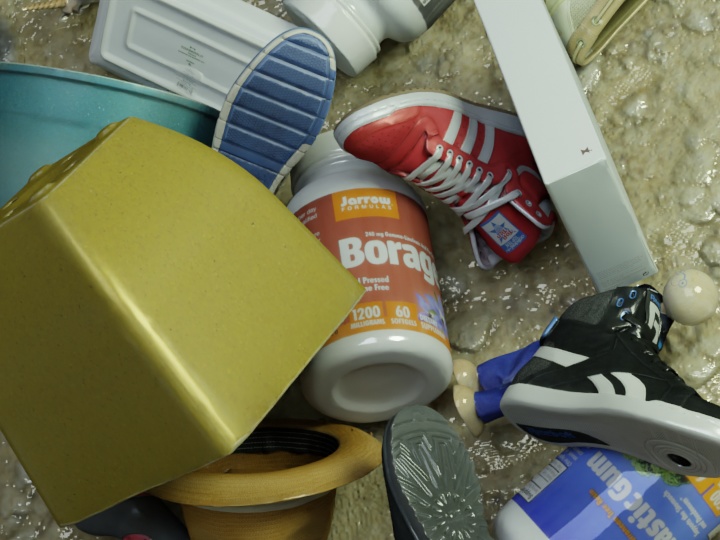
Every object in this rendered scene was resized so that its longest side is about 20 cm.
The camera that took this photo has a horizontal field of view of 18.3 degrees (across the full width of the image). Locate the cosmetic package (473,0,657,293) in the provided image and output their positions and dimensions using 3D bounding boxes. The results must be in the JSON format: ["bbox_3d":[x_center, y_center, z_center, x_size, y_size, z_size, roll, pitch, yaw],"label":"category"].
[{"bbox_3d":[0.145,-0.104,1.606,0.051,0.151,0.201,-22,52,6],"label":"cosmetic package"}]

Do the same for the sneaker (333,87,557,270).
[{"bbox_3d":[0.070,-0.063,1.616,0.071,0.199,0.113,-35,64,37],"label":"sneaker"}]

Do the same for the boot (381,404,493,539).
[{"bbox_3d":[0.012,0.209,1.522,0.200,0.065,0.166,-47,53,46],"label":"boot"}]

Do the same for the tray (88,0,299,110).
[{"bbox_3d":[-0.130,-0.172,1.761,0.199,0.022,0.108,26,121,19],"label":"tray"}]

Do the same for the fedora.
[{"bbox_3d":[-0.072,0.162,1.583,0.199,0.201,0.083,-1,100,16],"label":"fedora"}]

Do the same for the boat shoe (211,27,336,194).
[{"bbox_3d":[-0.079,-0.095,1.652,0.072,0.072,0.201,26,108,-9],"label":"boat shoe"}]

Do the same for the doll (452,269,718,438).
[{"bbox_3d":[0.163,0.057,1.582,0.199,0.049,0.137,-25,23,14],"label":"doll"}]

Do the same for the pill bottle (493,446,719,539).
[{"bbox_3d":[0.162,0.178,1.523,0.200,0.112,0.112,-42,63,-4],"label":"pill bottle"}]

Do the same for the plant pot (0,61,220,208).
[{"bbox_3d":[-0.213,-0.042,1.693,0.198,0.200,0.190,8,85,20],"label":"plant pot"}]

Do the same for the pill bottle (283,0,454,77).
[{"bbox_3d":[0.036,-0.250,1.740,0.200,0.111,0.111,-45,63,-5],"label":"pill bottle"}]

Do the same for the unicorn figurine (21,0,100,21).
[{"bbox_3d":[-0.177,-0.273,1.844,0.136,0.074,0.201,-4,53,25],"label":"unicorn figurine"}]

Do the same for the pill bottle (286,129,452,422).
[{"bbox_3d":[0.000,0.000,1.640,0.111,0.112,0.201,-16,57,10],"label":"pill bottle"}]

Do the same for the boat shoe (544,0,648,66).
[{"bbox_3d":[0.228,-0.237,1.702,0.200,0.073,0.063,-36,70,3],"label":"boat shoe"}]

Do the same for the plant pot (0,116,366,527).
[{"bbox_3d":[-0.158,0.018,1.509,0.195,0.200,0.194,-27,16,42],"label":"plant pot"}]

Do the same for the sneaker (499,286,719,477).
[{"bbox_3d":[0.190,0.063,1.464,0.199,0.073,0.112,9,61,42],"label":"sneaker"}]

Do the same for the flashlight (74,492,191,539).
[{"bbox_3d":[-0.151,0.209,1.634,0.068,0.068,0.200,-29,63,-31],"label":"flashlight"}]
